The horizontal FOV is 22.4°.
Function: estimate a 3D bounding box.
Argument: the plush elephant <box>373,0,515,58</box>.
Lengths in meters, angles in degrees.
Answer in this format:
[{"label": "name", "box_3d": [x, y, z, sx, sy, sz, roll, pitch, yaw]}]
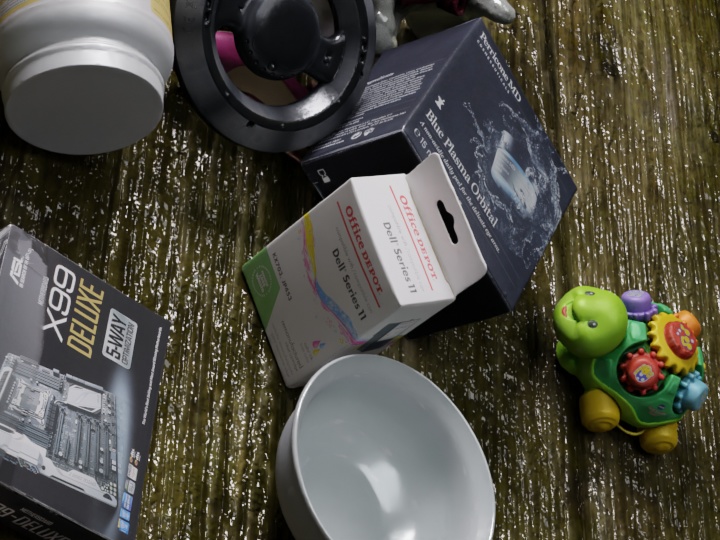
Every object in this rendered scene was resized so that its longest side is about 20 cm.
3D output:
[{"label": "plush elephant", "box_3d": [0.086, -0.282, 1.744, 0.154, 0.165, 0.200, 21, 24, -18]}]

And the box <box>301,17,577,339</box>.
[{"label": "box", "box_3d": [0.075, -0.083, 1.614, 0.197, 0.117, 0.200, 57, 39, -21]}]

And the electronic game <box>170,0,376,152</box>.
[{"label": "electronic game", "box_3d": [-0.071, -0.199, 1.519, 0.199, 0.042, 0.201, -5, 98, -34]}]

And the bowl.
[{"label": "bowl", "box_3d": [0.004, 0.175, 1.431, 0.201, 0.090, 0.202, 23, 49, -29]}]

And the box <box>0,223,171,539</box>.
[{"label": "box", "box_3d": [-0.221, 0.089, 1.298, 0.158, 0.050, 0.201, 36, 44, -34]}]

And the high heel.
[{"label": "high heel", "box_3d": [-0.082, -0.142, 1.578, 0.199, 0.067, 0.096, 16, 43, -38]}]

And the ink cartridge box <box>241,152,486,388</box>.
[{"label": "ink cartridge box", "box_3d": [0.000, 0.000, 1.462, 0.067, 0.200, 0.118, -6, 67, -44]}]

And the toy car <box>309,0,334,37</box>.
[{"label": "toy car", "box_3d": [-0.066, -0.316, 1.606, 0.174, 0.150, 0.200, 25, 57, 15]}]

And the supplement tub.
[{"label": "supplement tub", "box_3d": [-0.223, -0.209, 1.442, 0.145, 0.145, 0.201, 15, 54, -35]}]

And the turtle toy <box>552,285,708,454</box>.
[{"label": "turtle toy", "box_3d": [0.254, 0.077, 1.713, 0.199, 0.101, 0.146, 22, 50, -30]}]
